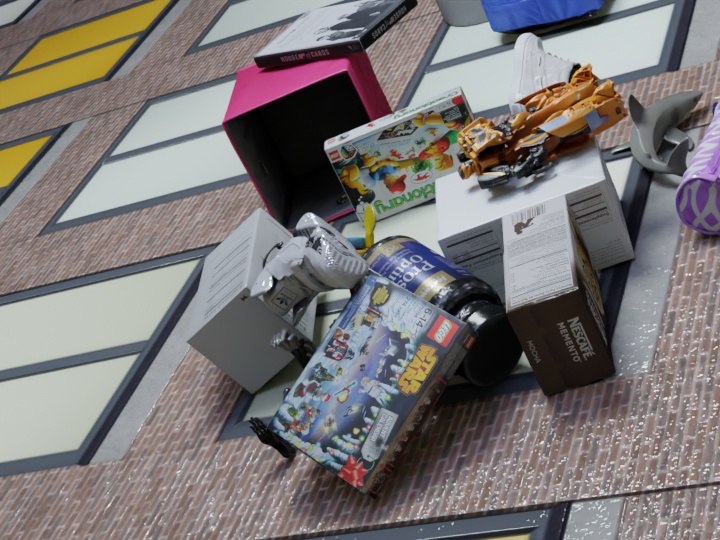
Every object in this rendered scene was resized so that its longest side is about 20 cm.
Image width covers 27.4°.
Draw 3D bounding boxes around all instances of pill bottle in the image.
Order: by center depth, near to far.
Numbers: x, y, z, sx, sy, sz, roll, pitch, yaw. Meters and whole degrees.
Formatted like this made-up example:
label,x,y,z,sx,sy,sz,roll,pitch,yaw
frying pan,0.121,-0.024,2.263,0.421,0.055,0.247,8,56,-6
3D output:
label,x,y,z,sx,sy,sz,roll,pitch,yaw
pill bottle,0.085,0.046,1.610,0.112,0.112,0.200,-36,39,-18

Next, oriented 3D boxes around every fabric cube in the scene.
label,x,y,z,sx,sy,sz,roll,pitch,yaw
fabric cube,-0.061,-0.203,2.113,0.196,0.200,0.200,-22,25,12

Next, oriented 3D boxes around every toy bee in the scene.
label,x,y,z,sx,sy,sz,roll,pitch,yaw
toy bee,0.000,0.000,1.769,0.109,0.131,0.200,2,26,46

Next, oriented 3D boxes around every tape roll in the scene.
label,x,y,z,sx,sy,sz,roll,pitch,yaw
tape roll,0.222,-0.497,2.525,0.200,0.066,0.200,-22,26,11

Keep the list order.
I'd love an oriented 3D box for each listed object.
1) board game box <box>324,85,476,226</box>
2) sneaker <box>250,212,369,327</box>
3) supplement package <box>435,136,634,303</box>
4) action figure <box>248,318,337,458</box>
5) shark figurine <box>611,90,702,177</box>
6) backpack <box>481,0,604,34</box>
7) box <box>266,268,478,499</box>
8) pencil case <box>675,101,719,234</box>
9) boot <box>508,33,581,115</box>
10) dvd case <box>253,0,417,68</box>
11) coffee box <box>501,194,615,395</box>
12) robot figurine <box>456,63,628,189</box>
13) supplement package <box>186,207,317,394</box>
label,x,y,z,sx,sy,sz,roll,pitch,yaw
board game box,0.067,-0.152,1.982,0.199,0.126,0.035,-22,26,12
sneaker,-0.057,0.011,1.629,0.115,0.075,0.200,-53,17,6
supplement package,0.199,-0.062,1.714,0.199,0.111,0.156,-19,27,13
action figure,-0.039,0.109,1.641,0.119,0.102,0.200,-7,36,38
shark figurine,0.353,-0.171,1.799,0.128,0.090,0.215,-19,26,20
backpack,0.280,-0.473,2.322,0.199,0.168,0.163,-13,23,33
box,0.012,0.114,1.516,0.137,0.040,0.200,29,83,33
pencil case,0.415,-0.125,1.657,0.084,0.086,0.200,16,45,17
boot,0.270,-0.278,2.099,0.095,0.074,0.200,-10,39,19
dvd case,-0.036,-0.340,2.092,0.200,0.025,0.150,-2,32,40
coffee box,0.206,0.023,1.555,0.080,0.113,0.200,-19,28,14
robot figurine,0.199,-0.164,1.705,0.200,0.058,0.145,-27,26,-1
supplement package,-0.128,0.035,1.811,0.109,0.114,0.200,-41,20,22
